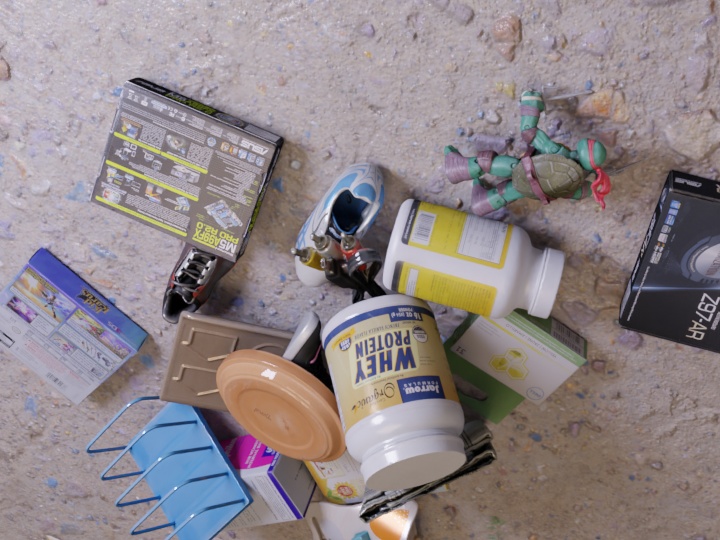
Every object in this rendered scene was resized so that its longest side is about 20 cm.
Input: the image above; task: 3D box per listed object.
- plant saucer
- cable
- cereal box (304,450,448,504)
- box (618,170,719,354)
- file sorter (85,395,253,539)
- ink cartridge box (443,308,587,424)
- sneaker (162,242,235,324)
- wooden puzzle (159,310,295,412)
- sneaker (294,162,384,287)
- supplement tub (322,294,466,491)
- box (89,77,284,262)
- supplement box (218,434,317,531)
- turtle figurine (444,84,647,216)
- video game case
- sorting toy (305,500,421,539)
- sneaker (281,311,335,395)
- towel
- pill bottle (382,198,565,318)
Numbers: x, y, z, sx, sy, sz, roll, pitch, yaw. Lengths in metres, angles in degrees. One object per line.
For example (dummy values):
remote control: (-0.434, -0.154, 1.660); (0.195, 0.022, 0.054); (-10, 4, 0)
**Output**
plant saucer: (-0.105, 0.185, 1.280); (0.199, 0.032, 0.201); (21, 140, 19)
cable: (0.000, 0.000, 1.199); (0.096, 0.051, 0.200); (-13, 159, 21)
cereal box: (0.017, 0.273, 1.434); (0.199, 0.040, 0.145); (-13, 120, 23)
box: (0.400, -0.002, 1.116); (0.159, 0.044, 0.201); (15, 127, 7)
file sorter: (-0.280, 0.295, 1.400); (0.139, 0.122, 0.200); (-44, 68, 19)
ink cartridge box: (0.178, 0.125, 1.275); (0.145, 0.048, 0.200); (33, 125, -8)
sneaker: (-0.209, 0.000, 1.281); (0.077, 0.082, 0.201); (27, 128, -3)
wooden puzzle: (-0.174, 0.129, 1.367); (0.184, 0.047, 0.201); (12, 134, -13)
sneaker: (-0.033, -0.047, 1.202); (0.072, 0.073, 0.200); (28, 129, -6)
supplement tub: (0.041, 0.146, 1.165); (0.143, 0.201, 0.145); (-12, 152, -6)
box: (-0.212, -0.122, 1.190); (0.199, 0.044, 0.161); (22, 109, 1)
supplement box: (-0.177, 0.321, 1.489); (0.199, 0.101, 0.104); (-17, 118, 26)
turtle figurine: (0.199, -0.120, 1.066); (0.199, 0.101, 0.150); (-14, 120, 32)
video game case: (-0.441, 0.086, 1.438); (0.200, 0.046, 0.181); (42, 127, -14)
sorting toy: (0.002, 0.417, 1.493); (0.179, 0.107, 0.201); (15, 142, 25)
sneaker: (-0.056, 0.131, 1.273); (0.099, 0.071, 0.201); (27, 138, 2)
towel: (0.084, 0.252, 1.272); (0.191, 0.200, 0.035); (-25, 91, 2)
pill bottle: (0.133, -0.008, 1.152); (0.198, 0.112, 0.113); (16, 128, 6)
